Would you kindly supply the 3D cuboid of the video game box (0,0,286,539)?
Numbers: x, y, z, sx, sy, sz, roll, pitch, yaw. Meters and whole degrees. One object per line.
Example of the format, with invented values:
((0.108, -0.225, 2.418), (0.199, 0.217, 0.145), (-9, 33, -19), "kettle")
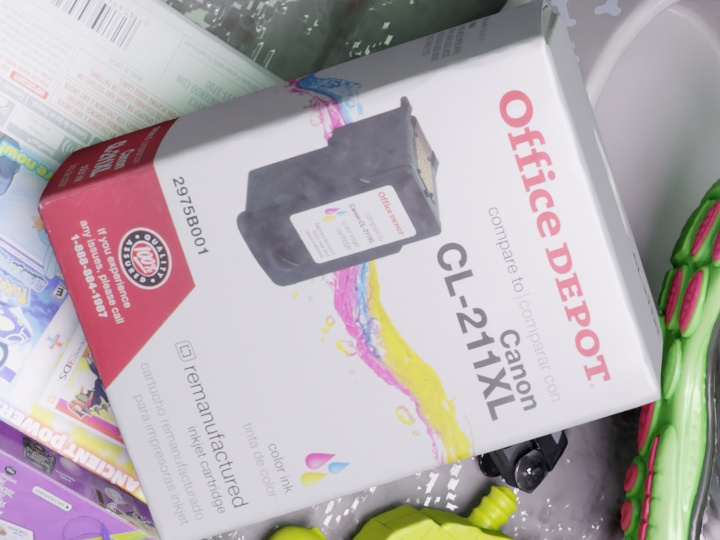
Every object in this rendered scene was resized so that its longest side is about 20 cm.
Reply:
((-0.104, -0.014, 1.122), (0.199, 0.047, 0.183), (33, 81, -20), "video game box")

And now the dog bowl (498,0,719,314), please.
((0.127, -0.040, 1.159), (0.199, 0.059, 0.201), (-9, 104, -39), "dog bowl")

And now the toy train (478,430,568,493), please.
((0.039, 0.014, 1.154), (0.046, 0.034, 0.200), (-46, 129, -21), "toy train")

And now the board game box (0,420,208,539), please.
((-0.152, 0.121, 1.105), (0.199, 0.032, 0.120), (33, 111, -20), "board game box")

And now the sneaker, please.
((0.158, 0.041, 1.101), (0.083, 0.077, 0.201), (9, 102, -10), "sneaker")

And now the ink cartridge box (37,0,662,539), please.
((0.000, 0.000, 1.054), (0.199, 0.083, 0.147), (-18, 102, 9), "ink cartridge box")

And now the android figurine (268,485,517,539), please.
((0.016, 0.184, 1.187), (0.182, 0.041, 0.200), (42, 82, -18), "android figurine")
